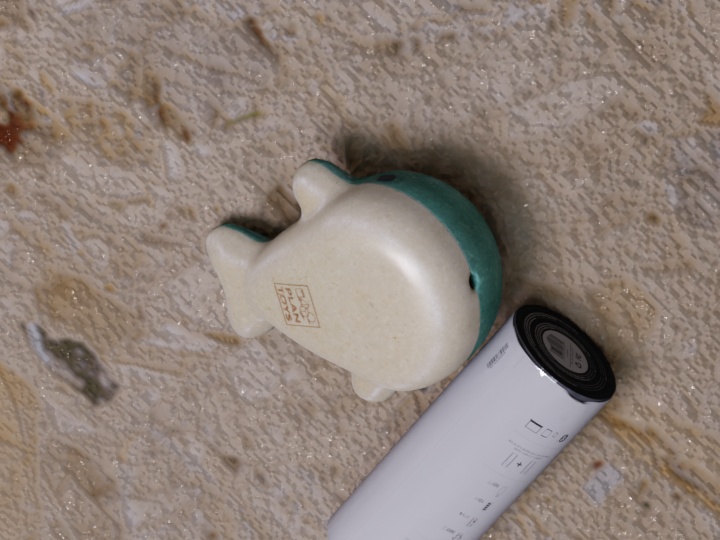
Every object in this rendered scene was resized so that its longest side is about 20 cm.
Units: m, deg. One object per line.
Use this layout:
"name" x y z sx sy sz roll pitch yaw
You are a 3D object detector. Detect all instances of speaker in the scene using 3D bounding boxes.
"speaker" 0.066 0.117 1.826 0.081 0.081 0.200 39 117 -2

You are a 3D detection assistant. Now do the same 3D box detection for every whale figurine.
"whale figurine" 0.000 0.000 1.801 0.200 0.104 0.159 -1 115 43
